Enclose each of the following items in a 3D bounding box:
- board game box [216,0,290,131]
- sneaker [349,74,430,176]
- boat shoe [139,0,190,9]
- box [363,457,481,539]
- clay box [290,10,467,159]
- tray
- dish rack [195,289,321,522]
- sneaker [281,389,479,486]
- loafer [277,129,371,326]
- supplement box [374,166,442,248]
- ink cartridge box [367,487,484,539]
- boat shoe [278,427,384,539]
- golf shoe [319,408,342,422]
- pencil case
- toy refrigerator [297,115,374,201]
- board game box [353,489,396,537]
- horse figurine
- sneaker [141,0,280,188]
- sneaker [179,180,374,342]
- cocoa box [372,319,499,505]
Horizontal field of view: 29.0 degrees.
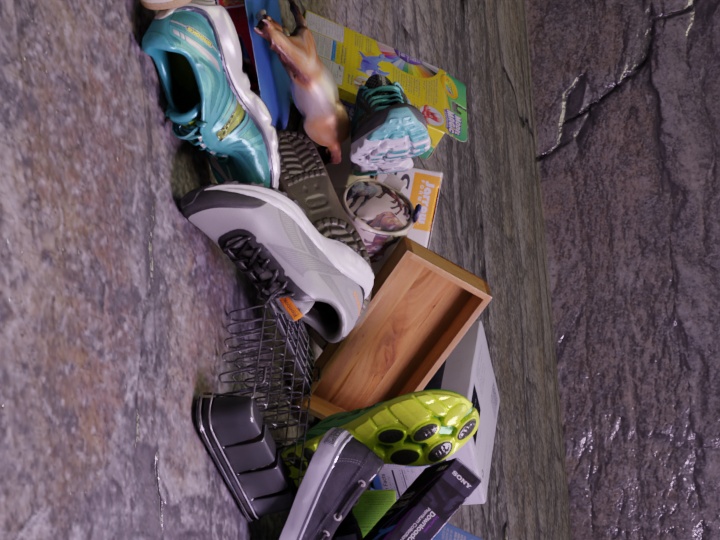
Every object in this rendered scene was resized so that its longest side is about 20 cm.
[{"bbox_3d":[-0.107,-0.230,1.327,0.158,0.039,0.201,-68,151,-73],"label":"board game box"},{"bbox_3d":[0.019,-0.147,1.341,0.200,0.077,0.092,152,-69,-81],"label":"sneaker"},{"bbox_3d":[-0.149,-0.305,1.133,0.069,0.073,0.200,70,19,-53],"label":"boat shoe"},{"bbox_3d":[0.019,0.254,1.248,0.036,0.200,0.143,44,-15,2],"label":"box"},{"bbox_3d":[0.018,-0.193,1.485,0.048,0.200,0.115,-54,-160,38],"label":"clay box"},{"bbox_3d":[0.030,0.072,1.358,0.098,0.200,0.037,28,23,-18],"label":"tray"},{"bbox_3d":[-0.084,0.103,1.237,0.200,0.054,0.154,-84,162,-45],"label":"dish rack"},{"bbox_3d":[0.012,0.150,1.297,0.084,0.199,0.074,-76,145,-68],"label":"sneaker"},{"bbox_3d":[-0.048,-0.033,1.312,0.076,0.067,0.201,-9,75,-32],"label":"loafer"},{"bbox_3d":[0.041,-0.045,1.569,0.200,0.073,0.126,103,-2,-86],"label":"supplement box"},{"bbox_3d":[0.074,0.327,1.430,0.076,0.200,0.137,-61,-175,32],"label":"ink cartridge box"},{"bbox_3d":[-0.026,0.225,1.213,0.070,0.066,0.200,-43,157,-58],"label":"boat shoe"},{"bbox_3d":[0.004,0.144,1.497,0.200,0.072,0.092,-61,140,-64],"label":"golf shoe"},{"bbox_3d":[0.000,0.000,1.400,0.089,0.078,0.200,-35,153,-41],"label":"pencil case"},{"bbox_3d":[-0.027,-0.117,1.492,0.200,0.076,0.070,-79,157,-50],"label":"toy refrigerator"},{"bbox_3d":[-0.009,0.313,1.333,0.030,0.095,0.201,118,-29,-70],"label":"board game box"},{"bbox_3d":[-0.048,-0.177,1.326,0.133,0.050,0.200,-103,172,-59],"label":"horse figurine"},{"bbox_3d":[-0.131,-0.131,1.167,0.080,0.077,0.200,-54,133,-41],"label":"sneaker"},{"bbox_3d":[-0.070,-0.009,1.184,0.200,0.074,0.080,34,53,-29],"label":"sneaker"},{"bbox_3d":[0.084,0.171,1.666,0.200,0.131,0.134,-73,152,-56],"label":"cocoa box"}]
